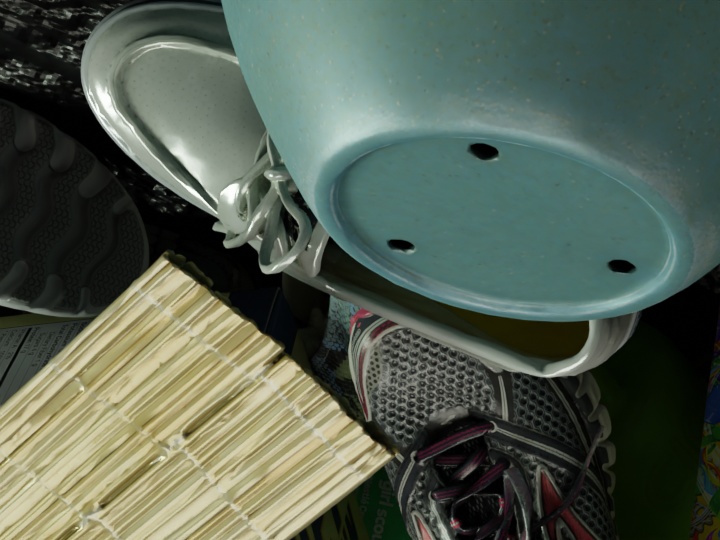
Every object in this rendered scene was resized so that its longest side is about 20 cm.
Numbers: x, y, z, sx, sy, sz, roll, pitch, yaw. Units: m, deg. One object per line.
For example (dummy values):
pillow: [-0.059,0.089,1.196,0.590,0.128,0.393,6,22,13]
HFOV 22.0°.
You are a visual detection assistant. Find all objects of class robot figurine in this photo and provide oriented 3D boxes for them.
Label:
robot figurine: [0.111,0.099,0.751,0.116,0.175,0.200,-37,115,14]

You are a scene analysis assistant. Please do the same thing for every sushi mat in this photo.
sushi mat: [-0.087,0.081,0.602,0.096,0.012,0.200,44,118,-11]

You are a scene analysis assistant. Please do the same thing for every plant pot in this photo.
plant pot: [0.046,-0.067,0.465,0.200,0.135,0.200,11,153,6]

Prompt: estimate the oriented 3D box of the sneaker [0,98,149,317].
sneaker: [-0.175,-0.033,0.730,0.200,0.075,0.082,21,166,3]

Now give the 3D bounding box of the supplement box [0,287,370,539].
supplement box: [-0.110,0.131,0.735,0.200,0.134,0.200,-6,125,16]

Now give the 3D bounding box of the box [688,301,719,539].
box: [0.220,0.119,0.684,0.122,0.193,0.200,-10,146,38]

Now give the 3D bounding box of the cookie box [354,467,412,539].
cookie box: [-0.073,0.134,0.918,0.200,0.075,0.171,13,155,-1]

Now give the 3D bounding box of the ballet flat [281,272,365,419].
ballet flat: [0.000,0.000,0.704,0.074,0.074,0.200,14,150,0]

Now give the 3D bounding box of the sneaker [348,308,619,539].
sneaker: [0.057,0.094,0.629,0.081,0.075,0.200,-26,95,24]

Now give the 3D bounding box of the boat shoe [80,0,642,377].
boat shoe: [-0.010,-0.023,0.574,0.202,0.075,0.086,32,-164,9]

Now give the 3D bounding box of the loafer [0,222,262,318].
loafer: [-0.138,0.007,0.777,0.200,0.072,0.063,2,146,26]
